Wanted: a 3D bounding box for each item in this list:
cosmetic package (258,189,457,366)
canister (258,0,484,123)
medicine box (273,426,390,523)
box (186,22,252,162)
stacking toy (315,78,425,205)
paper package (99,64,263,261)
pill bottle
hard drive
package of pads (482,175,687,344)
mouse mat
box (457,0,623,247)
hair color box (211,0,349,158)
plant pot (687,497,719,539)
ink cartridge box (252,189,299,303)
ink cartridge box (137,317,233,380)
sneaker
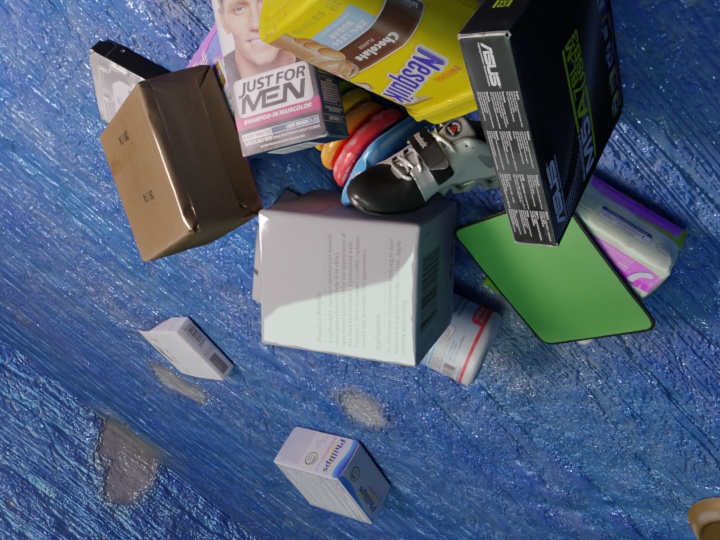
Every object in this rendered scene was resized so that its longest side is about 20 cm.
[{"bbox_3d":[0.000,0.000,0.899,0.199,0.165,0.166,8,107,20],"label":"cosmetic package"},{"bbox_3d":[0.027,-0.214,0.661,0.199,0.087,0.148,17,167,-30],"label":"canister"},{"bbox_3d":[-0.063,0.464,1.691,0.199,0.103,0.183,2,136,39],"label":"medicine box"},{"bbox_3d":[-0.141,-0.215,0.874,0.200,0.039,0.138,-24,88,57],"label":"box"},{"bbox_3d":[-0.034,-0.184,0.849,0.200,0.110,0.116,46,146,8],"label":"stacking toy"},{"bbox_3d":[-0.226,-0.124,0.918,0.200,0.103,0.192,-19,90,58],"label":"paper package"},{"bbox_3d":[0.088,0.071,1.044,0.199,0.109,0.109,25,147,13],"label":"pill bottle"},{"bbox_3d":[-0.287,-0.226,1.052,0.199,0.038,0.140,30,147,7],"label":"hard drive"},{"bbox_3d":[0.248,-0.011,0.837,0.154,0.068,0.200,33,148,4],"label":"package of pads"},{"bbox_3d":[0.211,0.008,0.825,0.200,0.008,0.160,49,145,-18],"label":"mouse mat"},{"bbox_3d":[0.159,-0.157,0.608,0.047,0.194,0.201,7,138,33],"label":"box"},{"bbox_3d":[-0.084,-0.221,0.741,0.099,0.060,0.202,-10,93,22],"label":"hair color box"},{"bbox_3d":[0.597,0.411,1.119,0.199,0.028,0.201,22,146,16],"label":"plant pot"},{"bbox_3d":[-0.080,-0.003,1.116,0.144,0.084,0.200,27,147,7],"label":"ink cartridge box"},{"bbox_3d":[-0.394,0.173,1.665,0.199,0.047,0.160,-2,133,50],"label":"ink cartridge box"},{"bbox_3d":[0.076,-0.120,0.761,0.074,0.199,0.089,55,155,35],"label":"sneaker"}]
